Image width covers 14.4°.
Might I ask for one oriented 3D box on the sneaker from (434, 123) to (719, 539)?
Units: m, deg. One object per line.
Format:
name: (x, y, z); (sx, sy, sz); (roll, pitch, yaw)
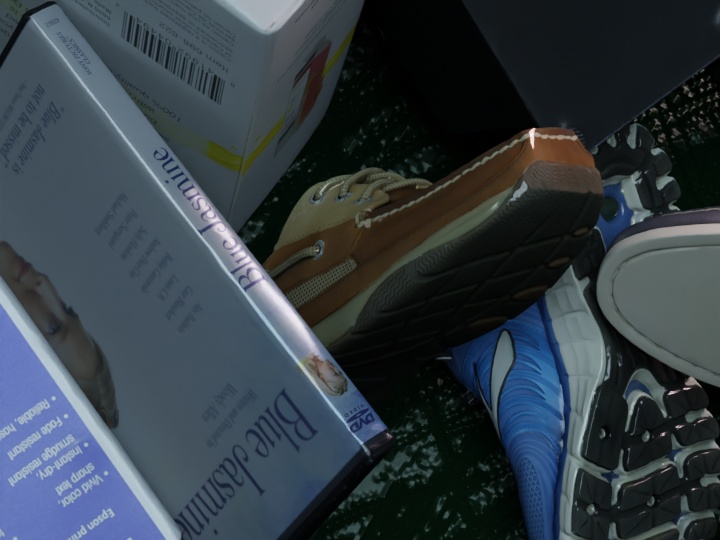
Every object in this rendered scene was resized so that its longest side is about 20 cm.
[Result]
sneaker: (0.079, 0.044, 1.075); (0.078, 0.089, 0.201); (-3, 90, -36)

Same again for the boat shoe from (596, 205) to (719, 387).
boat shoe: (0.182, 0.002, 1.035); (0.199, 0.073, 0.063); (4, 37, -4)

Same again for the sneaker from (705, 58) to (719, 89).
sneaker: (0.188, -0.017, 1.097); (0.084, 0.077, 0.200); (-28, 73, -10)

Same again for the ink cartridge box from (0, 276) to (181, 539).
ink cartridge box: (-0.174, 0.111, 1.030); (0.197, 0.047, 0.200); (-35, 82, -6)

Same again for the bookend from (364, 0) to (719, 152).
bookend: (0.025, -0.143, 1.079); (0.092, 0.199, 0.200); (-35, 100, -14)

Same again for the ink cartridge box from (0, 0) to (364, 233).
ink cartridge box: (-0.077, -0.110, 1.035); (0.145, 0.200, 0.084); (36, 68, 6)

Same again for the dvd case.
dvd case: (-0.081, 0.019, 1.030); (0.018, 0.143, 0.200); (-30, 77, -39)

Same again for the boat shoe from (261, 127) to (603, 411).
boat shoe: (0.000, 0.000, 1.025); (0.075, 0.200, 0.074); (4, 58, -46)
